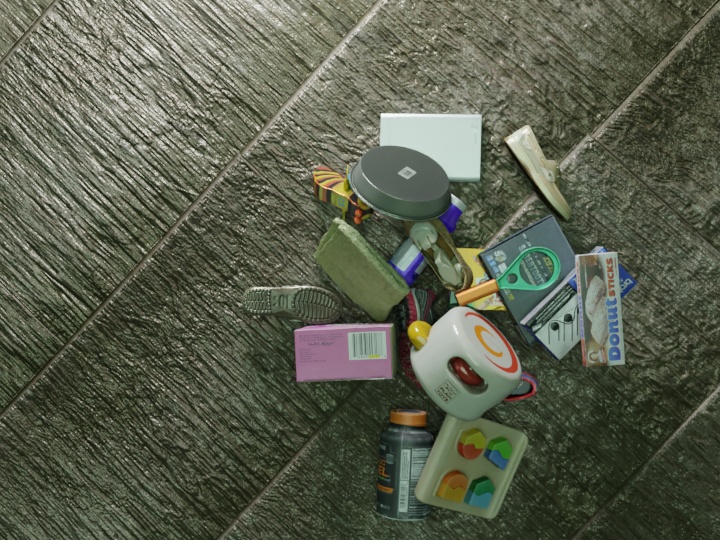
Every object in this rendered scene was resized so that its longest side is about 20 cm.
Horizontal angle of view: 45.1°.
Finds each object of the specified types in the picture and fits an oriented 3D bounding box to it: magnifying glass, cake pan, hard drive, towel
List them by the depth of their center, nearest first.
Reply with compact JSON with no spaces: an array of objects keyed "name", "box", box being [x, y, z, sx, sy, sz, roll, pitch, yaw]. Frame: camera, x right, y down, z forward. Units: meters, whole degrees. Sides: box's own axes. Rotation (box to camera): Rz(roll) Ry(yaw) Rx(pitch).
[{"name":"magnifying glass","box":[0.271,0.018,1.593,0.200,0.022,0.080,-22,89,5]},{"name":"cake pan","box":[0.079,-0.169,1.624,0.200,0.200,0.037,22,131,5]},{"name":"towel","box":[0.000,0.000,1.680,0.200,0.148,0.036,45,55,5]},{"name":"hard drive","box":[0.138,-0.243,1.722,0.199,0.026,0.132,2,89,6]}]

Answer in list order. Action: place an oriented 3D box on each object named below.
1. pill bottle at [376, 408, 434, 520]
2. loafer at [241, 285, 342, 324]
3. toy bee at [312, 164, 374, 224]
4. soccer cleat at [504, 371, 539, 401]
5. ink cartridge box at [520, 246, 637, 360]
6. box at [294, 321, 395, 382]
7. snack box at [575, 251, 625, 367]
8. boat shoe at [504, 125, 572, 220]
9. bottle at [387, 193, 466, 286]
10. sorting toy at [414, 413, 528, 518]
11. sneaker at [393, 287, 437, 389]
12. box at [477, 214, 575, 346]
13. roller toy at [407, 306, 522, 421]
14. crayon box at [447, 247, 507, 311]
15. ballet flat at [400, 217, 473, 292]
[{"name":"pill bottle","box":[0.088,0.369,1.670,0.106,0.106,0.201,3,88,5]},{"name":"loafer","box":[-0.136,0.062,1.719,0.199,0.068,0.076,8,91,-11]},{"name":"toy bee","box":[-0.011,-0.143,1.680,0.199,0.109,0.131,0,127,26]},{"name":"soccer cleat","box":[0.244,0.228,1.674,0.199,0.076,0.067,-4,88,5]},{"name":"ink cartridge box","box":[0.395,0.059,1.578,0.200,0.044,0.094,-44,92,0]},{"name":"box","box":[-0.022,0.151,1.637,0.175,0.200,0.097,-3,88,5]},{"name":"snack box","box":[0.426,0.069,1.544,0.072,0.024,0.201,-5,92,-3]},{"name":"boat shoe","box":[0.358,-0.189,1.680,0.065,0.072,0.200,-34,80,4]},{"name":"bottle","box":[0.127,-0.059,1.688,0.065,0.084,0.200,38,93,5]},{"name":"sorting toy","box":[0.217,0.373,1.648,0.200,0.036,0.186,23,91,-30]},{"name":"sneaker","box":[0.121,0.133,1.691,0.074,0.081,0.201,-7,96,-25]},{"name":"box","box":[0.335,0.019,1.626,0.157,0.051,0.200,-28,89,0]},{"name":"roller toy","box":[0.186,0.172,1.576,0.140,0.200,0.183,-44,46,24]},{"name":"crayon box","box":[0.271,0.019,1.685,0.199,0.058,0.119,2,89,4]},{"name":"ballet flat","box":[0.142,-0.040,1.612,0.070,0.065,0.200,-38,98,23]}]
